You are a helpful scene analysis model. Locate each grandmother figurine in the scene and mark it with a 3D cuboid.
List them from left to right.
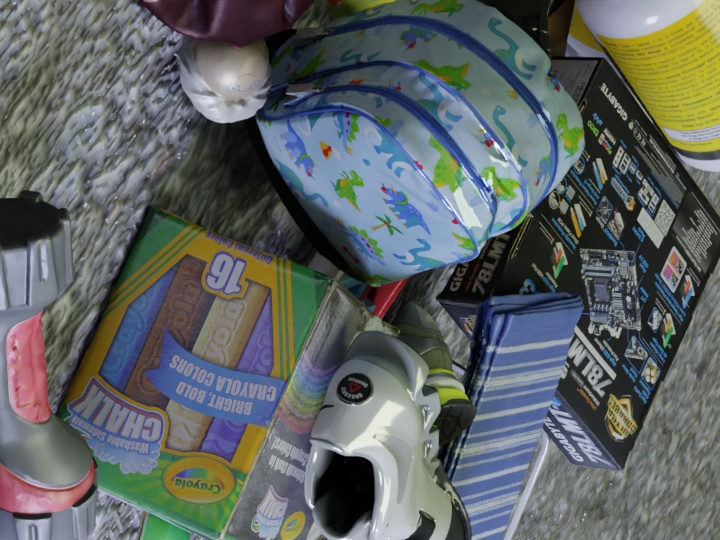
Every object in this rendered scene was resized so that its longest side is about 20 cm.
[{"bbox_3d":[-0.061,-0.155,1.423,0.200,0.121,0.061,103,-18,-48],"label":"grandmother figurine"}]

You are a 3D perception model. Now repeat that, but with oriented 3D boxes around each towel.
[{"bbox_3d":[0.076,0.107,1.677,0.145,0.024,0.201,-5,116,-65],"label":"towel"}]

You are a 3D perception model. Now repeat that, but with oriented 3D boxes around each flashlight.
[{"bbox_3d":[-0.167,0.053,1.396,0.068,0.068,0.200,-42,146,-44],"label":"flashlight"}]

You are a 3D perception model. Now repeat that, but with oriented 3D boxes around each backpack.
[{"bbox_3d":[0.031,-0.071,1.497,0.163,0.200,0.154,58,45,-15],"label":"backpack"}]

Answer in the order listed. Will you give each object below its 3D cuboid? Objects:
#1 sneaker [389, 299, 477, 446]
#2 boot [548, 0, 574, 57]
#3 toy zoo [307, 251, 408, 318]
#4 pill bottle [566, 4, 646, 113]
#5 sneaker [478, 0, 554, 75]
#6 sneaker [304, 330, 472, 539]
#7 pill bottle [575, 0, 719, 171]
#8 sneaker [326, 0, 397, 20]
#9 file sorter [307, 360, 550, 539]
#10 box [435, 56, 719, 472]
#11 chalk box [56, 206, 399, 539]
[{"bbox_3d":[-0.018,0.083,1.638,0.074,0.200,0.081,23,51,-49],"label":"sneaker"},{"bbox_3d":[0.070,-0.179,1.743,0.200,0.072,0.167,-38,131,-47],"label":"boot"},{"bbox_3d":[0.000,0.000,1.695,0.200,0.020,0.131,-57,162,23],"label":"toy zoo"},{"bbox_3d":[0.195,-0.209,1.896,0.114,0.114,0.200,-45,147,-43],"label":"pill bottle"},{"bbox_3d":[0.075,-0.149,1.667,0.088,0.076,0.200,-51,-161,49],"label":"sneaker"},{"bbox_3d":[0.006,0.130,1.532,0.089,0.074,0.200,-53,144,-31],"label":"sneaker"},{"bbox_3d":[0.210,-0.167,1.787,0.200,0.112,0.113,50,61,-37],"label":"pill bottle"},{"bbox_3d":[-0.024,-0.185,1.514,0.090,0.078,0.200,-34,153,-11],"label":"sneaker"},{"bbox_3d":[0.018,0.153,1.789,0.200,0.124,0.139,-31,147,-55],"label":"file sorter"},{"bbox_3d":[0.150,-0.004,1.801,0.200,0.050,0.199,48,60,-40],"label":"box"},{"bbox_3d":[-0.086,0.088,1.535,0.200,0.124,0.124,-65,158,-6],"label":"chalk box"}]
